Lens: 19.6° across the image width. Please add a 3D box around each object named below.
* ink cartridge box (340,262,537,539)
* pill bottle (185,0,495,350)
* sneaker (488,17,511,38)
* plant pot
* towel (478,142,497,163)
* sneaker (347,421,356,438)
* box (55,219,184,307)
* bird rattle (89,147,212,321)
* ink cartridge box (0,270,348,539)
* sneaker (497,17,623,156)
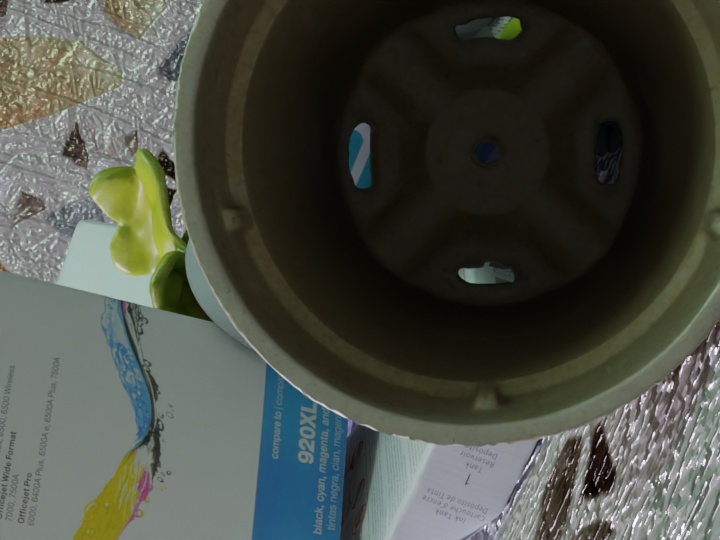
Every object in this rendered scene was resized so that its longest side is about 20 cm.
[{"bbox_3d":[0.031,0.084,0.953,0.161,0.050,0.201,-92,22,-66],"label":"ink cartridge box"},{"bbox_3d":[-0.002,-0.061,0.944,0.111,0.110,0.201,-78,10,-54],"label":"pill bottle"},{"bbox_3d":[0.079,-0.111,1.087,0.200,0.077,0.086,129,158,-69],"label":"sneaker"},{"bbox_3d":[0.045,-0.045,0.770,0.183,0.199,0.202,-11,-56,-84],"label":"plant pot"},{"bbox_3d":[0.000,0.000,1.105,0.024,0.146,0.201,46,115,41],"label":"towel"},{"bbox_3d":[-0.009,0.111,1.088,0.083,0.080,0.201,-124,53,-68],"label":"sneaker"},{"bbox_3d":[-0.105,0.079,1.320,0.106,0.200,0.153,8,72,42],"label":"box"},{"bbox_3d":[-0.036,-0.017,1.134,0.163,0.199,0.113,-42,58,35],"label":"bird rattle"},{"bbox_3d":[-0.123,0.110,0.981,0.147,0.199,0.145,124,155,-52],"label":"ink cartridge box"},{"bbox_3d":[0.106,-0.096,0.899,0.200,0.073,0.081,112,167,-62],"label":"sneaker"}]
